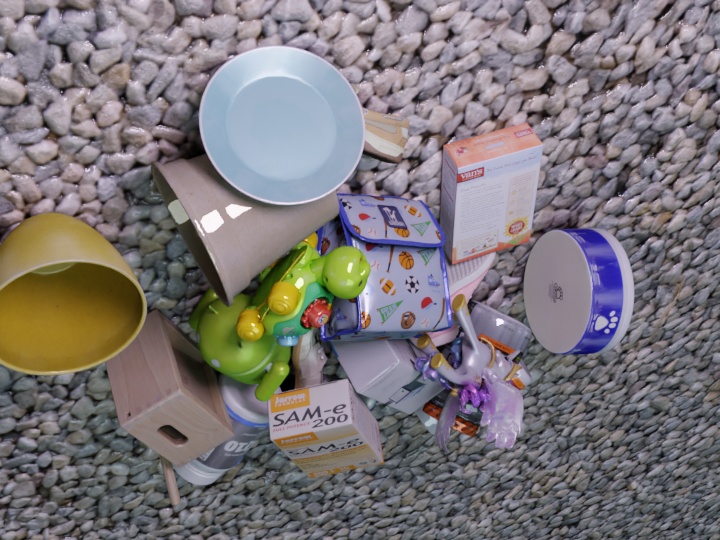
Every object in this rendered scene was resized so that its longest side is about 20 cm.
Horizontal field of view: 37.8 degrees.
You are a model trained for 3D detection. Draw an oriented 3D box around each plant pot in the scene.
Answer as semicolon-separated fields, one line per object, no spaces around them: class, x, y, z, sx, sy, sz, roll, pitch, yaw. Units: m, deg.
plant pot;-0.135;-0.087;1.320;0.183;0.201;0.201;-30;142;-13
plant pot;-0.381;0.013;1.316;0.199;0.142;0.201;-15;139;-13

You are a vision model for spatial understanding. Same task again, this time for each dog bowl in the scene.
dog bowl;0.342;0.033;1.671;0.078;0.201;0.201;-1;135;-22

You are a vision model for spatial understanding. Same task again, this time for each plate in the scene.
plate;-0.093;-0.171;1.252;0.199;0.201;0.026;-12;168;-16

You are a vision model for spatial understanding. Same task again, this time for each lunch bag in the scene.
lunch bag;0.030;-0.008;1.476;0.169;0.201;0.124;2;167;-34

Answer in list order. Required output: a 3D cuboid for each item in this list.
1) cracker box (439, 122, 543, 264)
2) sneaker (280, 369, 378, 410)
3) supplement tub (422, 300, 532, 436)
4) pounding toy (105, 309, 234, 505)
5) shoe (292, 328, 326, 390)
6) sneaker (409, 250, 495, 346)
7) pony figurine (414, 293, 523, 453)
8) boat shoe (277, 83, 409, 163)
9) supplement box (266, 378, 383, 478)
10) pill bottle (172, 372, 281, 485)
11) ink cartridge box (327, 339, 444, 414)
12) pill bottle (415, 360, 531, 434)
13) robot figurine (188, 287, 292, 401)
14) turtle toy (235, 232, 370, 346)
cracker box;0.188;-0.111;1.546;0.133;0.058;0.201;-16;140;-13
sneaker;-0.065;0.194;1.671;0.199;0.072;0.072;1;157;26
supplement tub;0.187;0.161;1.720;0.122;0.122;0.201;27;88;-44
pounding toy;-0.284;0.204;1.540;0.142;0.185;0.200;-30;140;6
shoe;-0.073;0.141;1.589;0.053;0.070;0.201;9;125;4
sneaker;0.139;0.039;1.639;0.200;0.075;0.105;-45;142;-16
pony figurine;0.166;0.162;1.575;0.166;0.194;0.200;-6;142;45
boat shoe;-0.026;-0.203;1.339;0.199;0.072;0.077;19;89;-31
supplement box;-0.049;0.242;1.581;0.125;0.074;0.200;-13;150;10
pill bottle;-0.218;0.247;1.673;0.113;0.114;0.200;12;131;-37
ink cartridge box;0.034;0.128;1.625;0.086;0.147;0.200;-38;152;12
pill bottle;0.189;0.199;1.838;0.200;0.113;0.113;-34;140;9
robot figurine;-0.166;0.099;1.517;0.116;0.176;0.200;-42;163;-2
turtle toy;-0.071;0.024;1.380;0.101;0.146;0.200;37;133;-19
